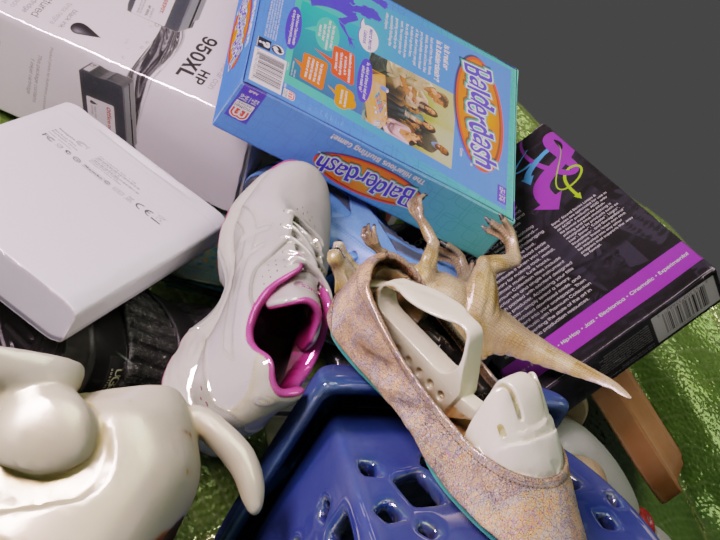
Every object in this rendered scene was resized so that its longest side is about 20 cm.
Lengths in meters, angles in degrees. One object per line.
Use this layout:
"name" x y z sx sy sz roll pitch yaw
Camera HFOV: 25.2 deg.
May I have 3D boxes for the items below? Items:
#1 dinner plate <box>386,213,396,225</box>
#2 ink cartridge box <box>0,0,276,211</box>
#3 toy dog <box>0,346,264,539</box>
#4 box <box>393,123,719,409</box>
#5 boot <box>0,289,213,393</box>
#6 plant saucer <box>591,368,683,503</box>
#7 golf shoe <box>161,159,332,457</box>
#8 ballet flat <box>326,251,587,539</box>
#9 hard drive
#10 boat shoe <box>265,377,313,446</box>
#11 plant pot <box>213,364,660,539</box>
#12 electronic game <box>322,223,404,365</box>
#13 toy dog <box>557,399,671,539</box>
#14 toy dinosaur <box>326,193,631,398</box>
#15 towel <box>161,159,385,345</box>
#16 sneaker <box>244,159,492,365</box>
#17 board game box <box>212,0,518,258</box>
"dinner plate" -0.059 -0.088 1.187 0.199 0.024 0.201 21 43 -21
"ink cartridge box" -0.138 -0.145 1.093 0.198 0.085 0.145 24 44 6
"toy dog" -0.152 0.159 0.810 0.192 0.140 0.202 9 68 -15
"box" 0.118 -0.003 1.043 0.200 0.142 0.036 50 -8 47
"boot" -0.161 0.016 0.971 0.157 0.080 0.211 8 34 -45
"plant saucer" 0.169 0.068 1.122 0.201 0.032 0.200 58 6 -9
"golf shoe" -0.042 0.012 0.914 0.075 0.091 0.201 38 49 -27
"ballet flat" 0.053 0.065 0.819 0.068 0.068 0.200 -12 50 -47
"hard drive" -0.170 -0.035 0.923 0.131 0.027 0.200 37 23 6
"boat shoe" 0.026 0.098 1.014 0.199 0.072 0.067 1 86 -41
"plant pot" 0.031 0.169 0.896 0.198 0.201 0.181 7 43 -31
"electronic game" 0.061 0.056 1.131 0.198 0.042 0.202 16 54 -23
"toy dog" 0.133 0.161 1.040 0.201 0.096 0.132 60 18 -19
"toy dinosaur" 0.062 0.019 0.945 0.198 0.058 0.102 22 51 -18
"towel" -0.052 -0.040 1.104 0.145 0.022 0.201 19 43 -10
"sneaker" 0.000 0.000 1.014 0.078 0.066 0.200 -8 44 -47
"board game box" 0.010 -0.113 1.043 0.199 0.045 0.153 26 43 -18
